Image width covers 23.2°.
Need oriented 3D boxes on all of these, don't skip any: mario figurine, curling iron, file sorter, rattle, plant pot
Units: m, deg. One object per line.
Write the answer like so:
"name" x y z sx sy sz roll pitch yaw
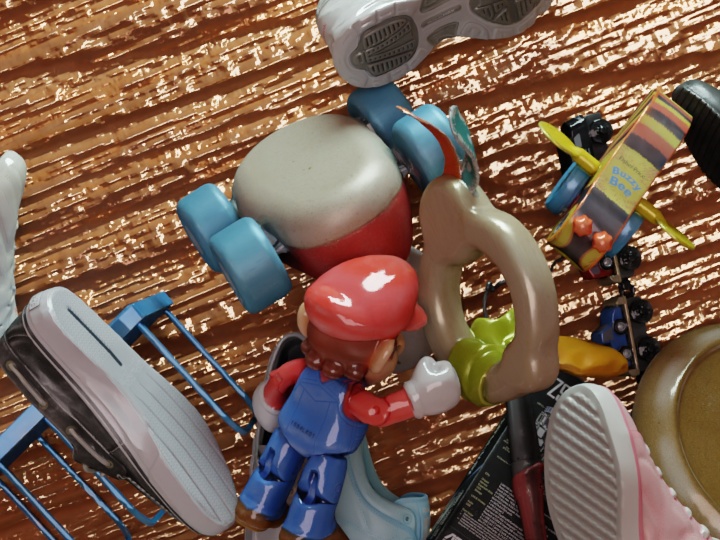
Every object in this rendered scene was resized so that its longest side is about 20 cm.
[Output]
"mario figurine" -0.005 0.087 1.162 0.122 0.106 0.202 21 99 -4
"curling iron" 0.114 0.138 1.179 0.025 0.050 0.202 -3 64 3
"file sorter" -0.183 0.131 1.267 0.200 0.139 0.123 -44 91 4
"rattle" 0.107 -0.021 1.158 0.141 0.130 0.202 -12 82 -18
"plant pot" 0.286 0.122 1.227 0.197 0.028 0.202 7 60 -13

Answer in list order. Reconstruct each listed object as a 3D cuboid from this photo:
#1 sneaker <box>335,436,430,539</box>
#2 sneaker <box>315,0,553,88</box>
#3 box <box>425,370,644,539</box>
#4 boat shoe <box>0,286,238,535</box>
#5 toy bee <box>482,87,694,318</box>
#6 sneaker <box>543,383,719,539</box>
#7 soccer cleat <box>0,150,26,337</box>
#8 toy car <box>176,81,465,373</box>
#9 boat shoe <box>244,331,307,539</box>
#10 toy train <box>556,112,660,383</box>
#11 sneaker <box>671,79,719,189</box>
"sneaker" 0.026 0.206 1.280 0.082 0.074 0.201 -35 88 9
"sneaker" 0.055 -0.210 1.275 0.198 0.100 0.079 -20 133 -15
"box" 0.165 0.190 1.239 0.199 0.086 0.165 34 73 3
"boat shoe" -0.163 0.102 1.170 0.071 0.072 0.201 -37 95 24
"toy bee" 0.172 -0.038 1.214 0.129 0.109 0.202 16 87 -3
"sneaker" 0.189 0.170 1.154 0.104 0.075 0.203 -6 79 -38
"soccer cleat" -0.281 0.010 1.311 0.077 0.069 0.202 24 99 -1
"toy car" 0.000 0.000 1.263 0.183 0.177 0.201 -32 116 -9
"boat shoe" -0.050 0.140 1.240 0.071 0.069 0.202 1 63 24
"toy train" 0.178 -0.014 1.282 0.045 0.034 0.203 -12 89 -14
"sneaker" 0.316 -0.081 1.263 0.200 0.074 0.089 40 71 10
